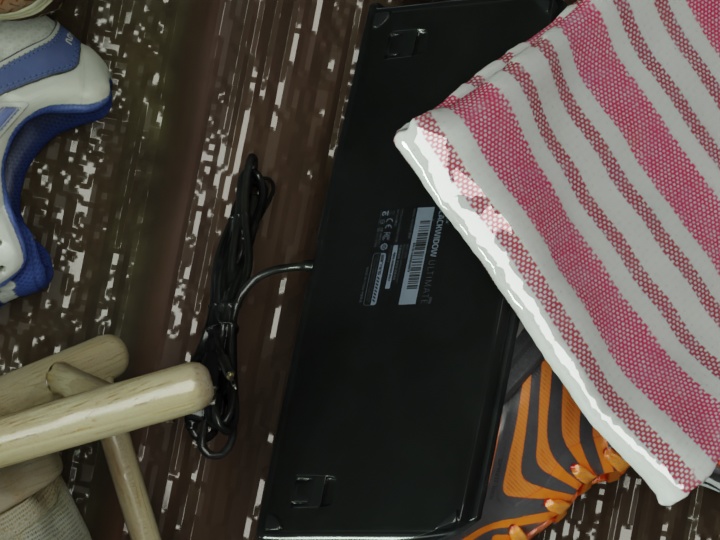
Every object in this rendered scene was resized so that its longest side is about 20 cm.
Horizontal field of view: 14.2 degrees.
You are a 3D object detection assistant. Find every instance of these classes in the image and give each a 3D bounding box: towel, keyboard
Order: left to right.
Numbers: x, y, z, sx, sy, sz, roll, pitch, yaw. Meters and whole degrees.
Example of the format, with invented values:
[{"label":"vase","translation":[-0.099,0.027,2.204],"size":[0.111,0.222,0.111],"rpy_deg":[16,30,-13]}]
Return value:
[{"label":"keyboard","translation":[0.000,0.000,0.944],"size":[0.126,0.021,0.201],"rpy_deg":[-3,60,28]},{"label":"towel","translation":[0.120,-0.036,0.935],"size":[0.200,0.030,0.147],"rpy_deg":[-37,87,-31]}]

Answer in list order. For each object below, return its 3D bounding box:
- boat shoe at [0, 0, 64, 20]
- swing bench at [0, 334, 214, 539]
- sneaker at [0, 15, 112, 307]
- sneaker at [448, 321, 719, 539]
[{"label":"boat shoe","translation":[-0.090,-0.175,0.959],"size":[0.074,0.075,0.204],"rpy_deg":[7,79,24]},{"label":"swing bench","translation":[-0.124,0.147,0.877],"size":[0.199,0.130,0.200],"rpy_deg":[-19,98,-17]},{"label":"sneaker","translation":[-0.151,0.001,0.953],"size":[0.088,0.075,0.201],"rpy_deg":[26,88,1]},{"label":"sneaker","translation":[0.077,0.064,0.947],"size":[0.112,0.078,0.201],"rpy_deg":[32,87,3]}]
